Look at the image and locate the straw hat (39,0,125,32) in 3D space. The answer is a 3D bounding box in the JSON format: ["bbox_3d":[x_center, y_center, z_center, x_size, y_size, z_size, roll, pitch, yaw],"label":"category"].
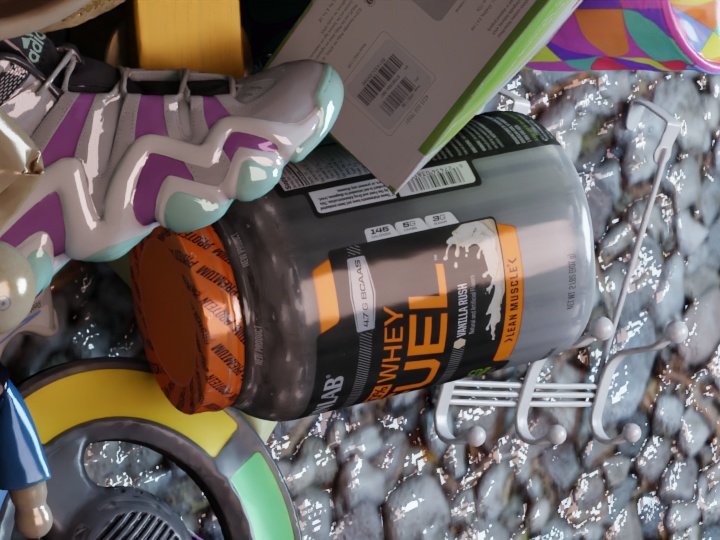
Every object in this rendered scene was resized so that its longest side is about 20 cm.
[{"bbox_3d":[-0.160,-0.187,1.049,0.085,0.199,0.203,-69,160,-78],"label":"straw hat"}]

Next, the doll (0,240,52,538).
[{"bbox_3d":[-0.189,0.077,1.056,0.136,0.048,0.201,28,96,-6],"label":"doll"}]

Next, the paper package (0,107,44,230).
[{"bbox_3d":[-0.245,-0.029,0.976,0.191,0.200,0.103,-50,130,-4],"label":"paper package"}]

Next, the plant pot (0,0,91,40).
[{"bbox_3d":[-0.153,-0.179,0.856,0.200,0.092,0.203,-10,104,-42],"label":"plant pot"}]

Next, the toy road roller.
[{"bbox_3d":[-0.057,-0.165,1.173,0.145,0.123,0.202,-5,104,-18],"label":"toy road roller"}]

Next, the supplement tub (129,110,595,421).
[{"bbox_3d":[0.000,0.000,1.208,0.199,0.122,0.124,-13,108,-23],"label":"supplement tub"}]

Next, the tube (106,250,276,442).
[{"bbox_3d":[-0.081,0.004,1.270,0.058,0.052,0.200,-31,133,14],"label":"tube"}]

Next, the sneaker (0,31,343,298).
[{"bbox_3d":[-0.116,-0.077,1.071,0.199,0.078,0.141,-27,108,-3],"label":"sneaker"}]

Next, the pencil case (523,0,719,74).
[{"bbox_3d":[0.120,-0.142,1.329,0.088,0.199,0.089,-4,96,-35],"label":"pencil case"}]

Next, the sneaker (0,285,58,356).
[{"bbox_3d":[-0.207,0.041,1.136,0.199,0.075,0.087,-31,117,-35],"label":"sneaker"}]

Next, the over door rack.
[{"bbox_3d":[0.119,0.001,1.440,0.147,0.066,0.202,4,96,-44],"label":"over door rack"}]

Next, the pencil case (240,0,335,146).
[{"bbox_3d":[0.011,-0.078,1.306,0.200,0.092,0.085,48,66,-39],"label":"pencil case"}]

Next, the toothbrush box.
[{"bbox_3d":[0.061,-0.145,1.169,0.086,0.146,0.200,41,35,2],"label":"toothbrush box"}]

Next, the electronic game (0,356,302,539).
[{"bbox_3d":[-0.110,0.139,1.190,0.199,0.042,0.202,9,75,-34],"label":"electronic game"}]

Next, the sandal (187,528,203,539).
[{"bbox_3d":[-0.107,0.152,1.266,0.202,0.082,0.050,-8,61,-47],"label":"sandal"}]
